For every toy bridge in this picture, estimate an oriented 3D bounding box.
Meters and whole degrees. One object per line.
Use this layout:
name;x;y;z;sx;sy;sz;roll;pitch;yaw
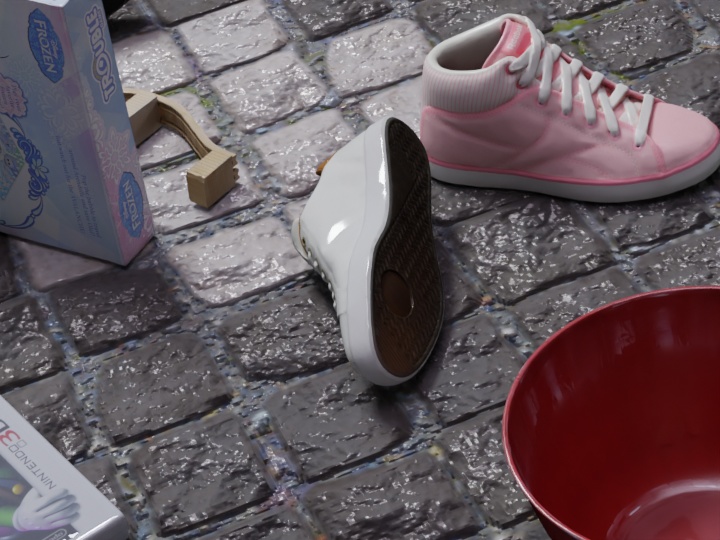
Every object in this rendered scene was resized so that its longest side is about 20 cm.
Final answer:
toy bridge;-0.162;-0.098;1.496;0.200;0.027;0.067;20;46;32

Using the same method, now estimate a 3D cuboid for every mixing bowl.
mixing bowl;0.176;0.112;1.112;0.199;0.109;0.200;-5;40;5

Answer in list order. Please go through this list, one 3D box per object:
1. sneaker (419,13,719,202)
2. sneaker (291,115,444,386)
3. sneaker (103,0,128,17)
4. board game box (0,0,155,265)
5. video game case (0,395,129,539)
sneaker;0.131;-0.107;1.388;0.199;0.105;0.075;4;39;14
sneaker;0.000;0.000;1.332;0.085;0.073;0.200;-27;38;28
sneaker;-0.240;-0.171;1.569;0.200;0.079;0.095;-28;46;-9
board game box;-0.239;-0.112;1.392;0.199;0.200;0.043;15;44;27
video game case;-0.261;0.148;1.226;0.200;0.023;0.182;-31;44;-24
